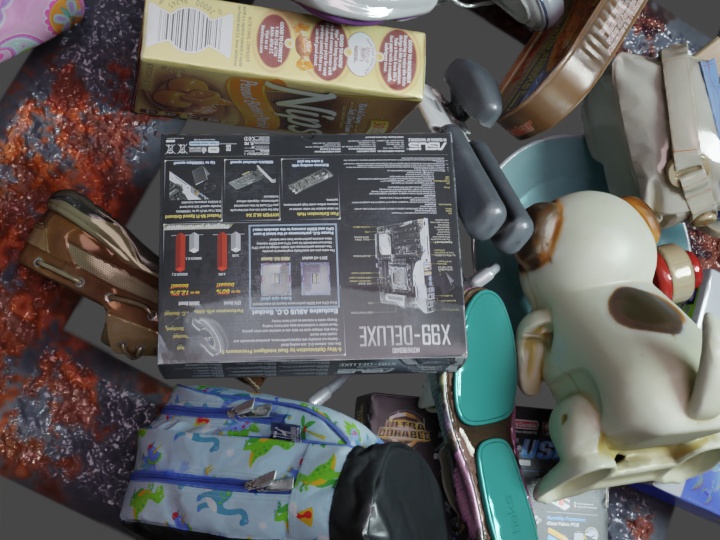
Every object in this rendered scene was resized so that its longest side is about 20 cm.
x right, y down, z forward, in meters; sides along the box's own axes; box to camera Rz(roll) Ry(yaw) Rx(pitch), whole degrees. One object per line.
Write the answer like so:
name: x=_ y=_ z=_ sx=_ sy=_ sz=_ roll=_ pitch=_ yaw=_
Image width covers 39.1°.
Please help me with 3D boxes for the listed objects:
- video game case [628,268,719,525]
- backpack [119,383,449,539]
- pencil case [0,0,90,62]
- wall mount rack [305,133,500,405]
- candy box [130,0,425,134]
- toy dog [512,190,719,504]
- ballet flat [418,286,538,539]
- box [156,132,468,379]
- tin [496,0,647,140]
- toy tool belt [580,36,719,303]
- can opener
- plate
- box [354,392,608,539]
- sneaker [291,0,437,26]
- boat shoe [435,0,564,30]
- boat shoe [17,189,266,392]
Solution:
video game case: x=0.325 y=0.121 z=0.829 sx=0.199 sy=0.045 sz=0.182 roll=25 pitch=76 yaw=-18
backpack: x=-0.058 y=0.147 z=0.670 sx=0.199 sy=0.163 sz=0.155 roll=-12 pitch=67 yaw=18
pencil case: x=-0.293 y=-0.177 z=0.710 sx=0.199 sy=0.087 sz=0.088 roll=-33 pitch=90 yaw=-19
wall mount rack: x=0.000 y=0.000 z=0.763 sx=0.173 sy=0.075 sz=0.200 roll=-36 pitch=90 yaw=6
candy box: x=-0.063 y=-0.144 z=0.746 sx=0.199 sy=0.115 sz=0.056 roll=6 pitch=80 yaw=-14
toy dog: x=0.170 y=0.040 z=0.715 sx=0.139 sy=0.194 sz=0.201 roll=-10 pitch=62 yaw=-8
ballet flat: x=0.077 y=0.115 z=0.714 sx=0.069 sy=0.071 sz=0.201 roll=-2 pitch=78 yaw=-34
box: x=-0.033 y=-0.011 z=0.674 sx=0.199 sy=0.050 sz=0.159 roll=-2 pitch=72 yaw=-5
tin: x=0.175 y=-0.190 z=0.822 sx=0.042 sy=0.112 sz=0.200 roll=39 pitch=74 yaw=-18
toy tool belt: x=0.261 y=-0.080 z=0.795 sx=0.122 sy=0.125 sz=0.201 roll=-12 pitch=84 yaw=-9
can opener: x=0.086 y=-0.097 z=0.756 sx=0.053 sy=0.200 sz=0.067 roll=24 pitch=118 yaw=-30
plate: x=0.180 y=-0.013 z=0.837 sx=0.199 sy=0.026 sz=0.201 roll=2 pitch=81 yaw=-14
box: x=0.089 y=0.200 z=0.762 sx=0.199 sy=0.050 sz=0.200 roll=7 pitch=76 yaw=-15
sneaker: x=-0.034 y=-0.227 z=0.677 sx=0.199 sy=0.075 sz=0.100 roll=16 pitch=114 yaw=-13
boat shoe: x=0.072 y=-0.257 z=0.824 sx=0.086 sy=0.075 sz=0.202 roll=-41 pitch=86 yaw=-12
boat shoe: x=-0.153 y=0.027 z=0.720 sx=0.200 sy=0.076 sz=0.074 roll=37 pitch=78 yaw=2
